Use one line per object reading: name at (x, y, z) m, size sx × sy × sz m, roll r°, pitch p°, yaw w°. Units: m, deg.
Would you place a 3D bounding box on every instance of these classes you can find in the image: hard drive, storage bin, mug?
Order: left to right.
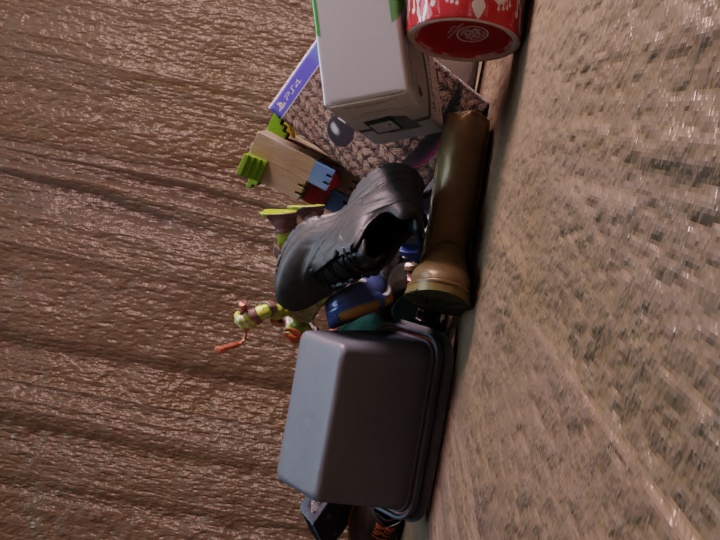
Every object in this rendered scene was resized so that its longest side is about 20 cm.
storage bin at (-0.008, 0.149, 1.155) m, size 0.145 × 0.133 × 0.204 m, roll 14°, pitch 94°, yaw 53°
hard drive at (-0.008, 0.276, 1.512) m, size 0.201 × 0.042 × 0.136 m, roll -51°, pitch -25°, yaw -20°
mug at (0.111, -0.303, 1.042) m, size 0.177 × 0.131 × 0.204 m, roll 32°, pitch -118°, yaw -68°

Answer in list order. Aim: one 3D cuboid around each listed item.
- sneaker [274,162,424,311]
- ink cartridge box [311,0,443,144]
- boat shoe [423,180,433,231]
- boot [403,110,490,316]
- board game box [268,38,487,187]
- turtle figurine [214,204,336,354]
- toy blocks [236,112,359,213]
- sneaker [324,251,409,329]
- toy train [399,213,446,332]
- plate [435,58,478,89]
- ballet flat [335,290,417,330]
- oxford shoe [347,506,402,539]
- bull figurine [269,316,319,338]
sneaker at (-0.015, -0.021, 1.112) m, size 0.200 × 0.076 × 0.091 m, roll -43°, pitch 30°, yaw 22°
ink cartridge box at (0.019, -0.219, 1.103) m, size 0.200 × 0.083 × 0.149 m, roll 12°, pitch -110°, yaw -76°
boat shoe at (0.089, -0.055, 1.325) m, size 0.069 × 0.071 × 0.200 m, roll 62°, pitch -168°, yaw -16°
boot at (0.091, -0.063, 1.111) m, size 0.175 × 0.065 × 0.204 m, roll 105°, pitch 176°, yaw -84°
board game box at (0.021, -0.193, 1.277) m, size 0.160 × 0.199 × 0.097 m, roll -53°, pitch 6°, yaw 10°
turtle figurine at (-0.075, 0.014, 1.205) m, size 0.064 × 0.198 × 0.165 m, roll 10°, pitch 107°, yaw 48°
toy blocks at (-0.058, -0.116, 1.326) m, size 0.101 × 0.135 × 0.200 m, roll -64°, pitch -2°, yaw 10°
sneaker at (0.000, 0.000, 1.229) m, size 0.089 × 0.074 × 0.200 m, roll 67°, pitch -157°, yaw -6°
toy train at (0.066, 0.012, 1.221) m, size 0.202 × 0.034 × 0.046 m, roll 77°, pitch -153°, yaw -42°
plate at (0.073, -0.280, 1.361) m, size 0.032 × 0.196 × 0.203 m, roll -131°, pitch 45°, yaw -55°
ballet flat at (0.024, 0.071, 1.308) m, size 0.199 × 0.068 × 0.072 m, roll -39°, pitch -6°, yaw -36°
oxford shoe at (0.023, 0.329, 1.465) m, size 0.073 × 0.070 × 0.203 m, roll -93°, pitch 12°, yaw -68°
bull figurine at (-0.045, 0.001, 1.345) m, size 0.122 × 0.065 × 0.201 m, roll -54°, pitch 8°, yaw 30°
